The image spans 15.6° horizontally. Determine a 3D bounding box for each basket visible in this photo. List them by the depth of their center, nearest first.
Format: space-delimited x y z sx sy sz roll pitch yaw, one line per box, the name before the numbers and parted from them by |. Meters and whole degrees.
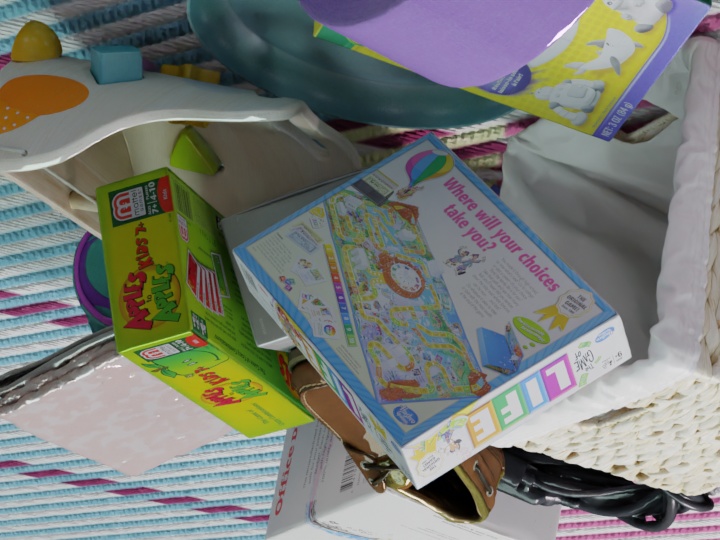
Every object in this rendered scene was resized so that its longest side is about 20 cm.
basket | 0.183 0.008 1.478 0.160 0.201 0.198 21 155 -24

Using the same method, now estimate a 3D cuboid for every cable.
cable | 0.139 0.102 1.690 0.199 0.051 0.163 24 146 8

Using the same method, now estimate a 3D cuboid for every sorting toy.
sorting toy | -0.100 -0.076 1.532 0.179 0.107 0.200 2 164 22

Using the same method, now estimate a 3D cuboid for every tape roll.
tape roll | 0.052 -0.180 1.086 0.065 0.201 0.200 25 155 -28

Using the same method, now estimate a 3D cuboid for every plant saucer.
plant saucer | 0.003 -0.135 1.456 0.199 0.028 0.200 10 158 4

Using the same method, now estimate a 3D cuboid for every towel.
towel | -0.125 0.074 1.805 0.199 0.032 0.191 -25 153 19

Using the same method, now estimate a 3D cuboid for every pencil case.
pencil case | -0.146 0.034 1.861 0.085 0.093 0.200 12 159 9

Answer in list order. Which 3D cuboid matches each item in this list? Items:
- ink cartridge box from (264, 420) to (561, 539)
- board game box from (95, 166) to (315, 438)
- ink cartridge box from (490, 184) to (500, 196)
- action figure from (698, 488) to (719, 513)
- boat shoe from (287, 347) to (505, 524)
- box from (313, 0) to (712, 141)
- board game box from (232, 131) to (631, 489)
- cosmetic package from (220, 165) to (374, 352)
ink cartridge box | 0.045 0.135 1.932 0.144 0.148 0.200 21 157 -22
board game box | -0.089 0.023 1.551 0.047 0.102 0.200 -15 158 15
ink cartridge box | 0.127 0.018 1.678 0.119 0.042 0.200 39 172 26
action figure | 0.209 0.097 1.776 0.069 0.131 0.200 29 157 -30
boat shoe | 0.029 0.100 1.596 0.072 0.068 0.200 -16 151 35
box | 0.065 -0.146 1.332 0.199 0.049 0.117 19 138 -13
board game box | 0.034 0.017 1.402 0.200 0.134 0.034 48 165 47
cosmetic package | 0.000 0.000 1.595 0.106 0.091 0.200 -19 174 11
